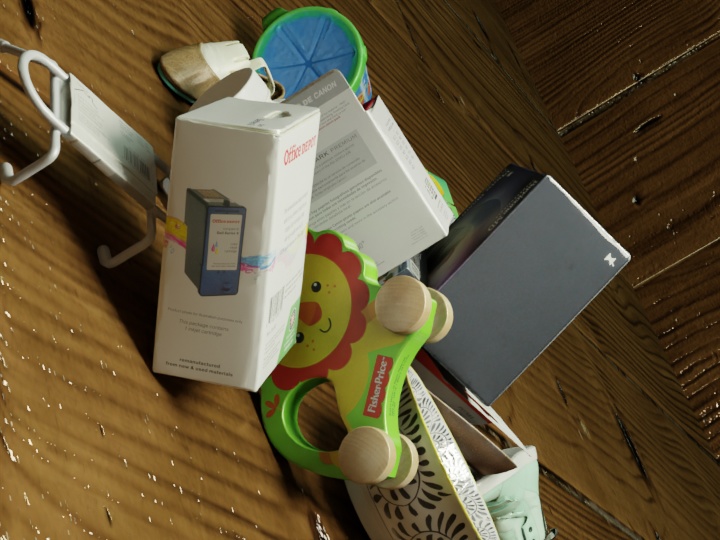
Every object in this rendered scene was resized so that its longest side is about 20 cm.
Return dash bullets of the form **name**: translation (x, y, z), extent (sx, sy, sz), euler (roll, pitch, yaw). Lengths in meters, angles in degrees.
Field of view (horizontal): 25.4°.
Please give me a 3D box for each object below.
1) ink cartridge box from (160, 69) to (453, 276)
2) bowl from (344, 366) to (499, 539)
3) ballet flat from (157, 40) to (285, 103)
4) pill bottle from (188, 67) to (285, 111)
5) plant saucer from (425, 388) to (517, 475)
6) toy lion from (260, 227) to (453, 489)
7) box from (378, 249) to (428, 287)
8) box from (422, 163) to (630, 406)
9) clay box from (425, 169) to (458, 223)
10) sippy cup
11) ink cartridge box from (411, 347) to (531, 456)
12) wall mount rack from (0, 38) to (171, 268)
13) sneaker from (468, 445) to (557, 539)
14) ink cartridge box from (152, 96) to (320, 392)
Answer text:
- **ink cartridge box**: translation (-0.047, -0.063, 1.420), extent (0.176, 0.200, 0.084), euler (58, 14, -9)
- **bowl**: translation (0.045, 0.193, 1.409), extent (0.201, 0.094, 0.201), euler (62, 5, -9)
- **ballet flat**: translation (-0.134, -0.199, 1.647), extent (0.068, 0.072, 0.200), euler (65, 17, 21)
- **pill bottle**: translation (-0.078, -0.096, 1.557), extent (0.200, 0.111, 0.111), euler (52, 17, -23)
- **plant saucer**: translation (0.070, 0.145, 1.595), extent (0.200, 0.032, 0.200), euler (39, -3, 2)
- **toy lion**: translation (-0.030, 0.067, 1.338), extent (0.069, 0.191, 0.201), euler (24, 78, -62)
- **box**: translation (0.000, 0.000, 1.575), extent (0.040, 0.137, 0.200), euler (52, 17, -21)
- **box**: translation (0.138, 0.006, 1.574), extent (0.123, 0.200, 0.198), euler (43, 1, -9)
- **clay box**: translation (0.014, -0.083, 1.778), extent (0.199, 0.048, 0.115), euler (18, 34, -25)
- **sippy cup**: translation (-0.047, -0.224, 1.884), extent (0.130, 0.139, 0.179), euler (47, 41, -70)
- **ink cartridge box**: translation (0.075, 0.116, 1.640), extent (0.162, 0.050, 0.200), euler (42, 6, -36)
- **wall mount rack**: translation (-0.217, -0.103, 1.224), extent (0.200, 0.074, 0.174), euler (45, 25, -42)
- **sneaker**: translation (0.148, 0.259, 1.684), extent (0.200, 0.074, 0.119), euler (-9, 87, -61)
- **ink cartridge box**: translation (-0.093, -0.026, 1.239), extent (0.145, 0.087, 0.201), euler (-51, 150, -73)
